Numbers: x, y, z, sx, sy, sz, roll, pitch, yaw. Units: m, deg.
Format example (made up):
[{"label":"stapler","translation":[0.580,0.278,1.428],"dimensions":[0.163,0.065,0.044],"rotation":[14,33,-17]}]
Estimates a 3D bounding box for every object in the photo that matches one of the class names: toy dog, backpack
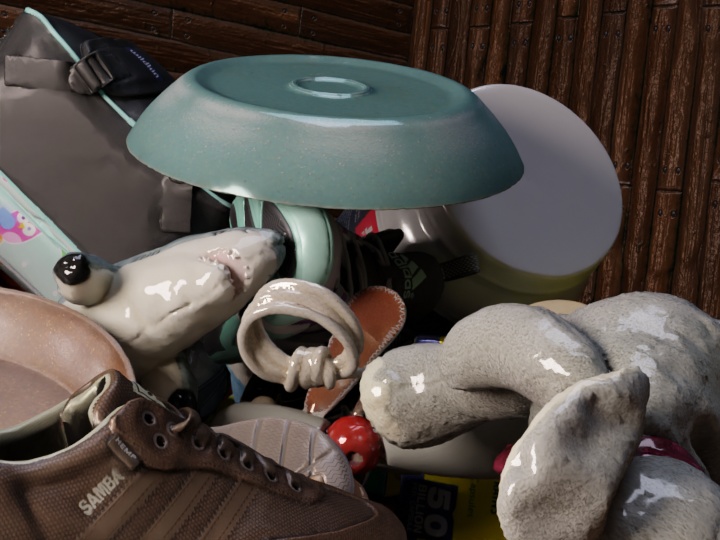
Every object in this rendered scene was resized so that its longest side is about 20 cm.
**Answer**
[{"label":"toy dog","translation":[0.034,0.055,0.728],"dimensions":[0.198,0.133,0.097],"rotation":[12,31,-1]},{"label":"backpack","translation":[-0.152,-0.055,0.935],"dimensions":[0.176,0.154,0.200],"rotation":[41,12,-3]}]

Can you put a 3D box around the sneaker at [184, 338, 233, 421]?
[{"label":"sneaker","translation":[-0.171,0.076,0.960],"dimensions":[0.199,0.071,0.098],"rotation":[-8,23,14]}]

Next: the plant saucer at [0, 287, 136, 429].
[{"label":"plant saucer","translation":[-0.188,0.069,0.628],"dimensions":[0.198,0.035,0.201],"rotation":[1,30,0]}]

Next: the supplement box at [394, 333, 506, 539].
[{"label":"supplement box","translation":[0.130,0.098,0.803],"dimensions":[0.198,0.110,0.109],"rotation":[6,0,22]}]

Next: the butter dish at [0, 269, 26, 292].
[{"label":"butter dish","translation":[-0.275,0.036,0.878],"dimensions":[0.199,0.148,0.200],"rotation":[44,-4,-39]}]

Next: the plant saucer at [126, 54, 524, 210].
[{"label":"plant saucer","translation":[-0.016,-0.076,0.781],"dimensions":[0.198,0.036,0.200],"rotation":[5,19,-2]}]

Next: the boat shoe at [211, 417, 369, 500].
[{"label":"boat shoe","translation":[-0.078,0.104,0.676],"dimensions":[0.199,0.076,0.072],"rotation":[5,-33,38]}]

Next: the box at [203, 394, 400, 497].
[{"label":"box","translation":[-0.021,0.109,1.016],"dimensions":[0.199,0.049,0.117],"rotation":[5,-1,27]}]

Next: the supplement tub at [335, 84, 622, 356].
[{"label":"supplement tub","translation":[0.056,-0.009,0.953],"dimensions":[0.139,0.141,0.200],"rotation":[6,-28,-22]}]

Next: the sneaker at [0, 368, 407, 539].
[{"label":"sneaker","translation":[-0.065,0.073,0.528],"dimensions":[0.199,0.076,0.070],"rotation":[5,1,-32]}]

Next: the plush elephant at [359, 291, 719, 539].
[{"label":"plush elephant","translation":[0.091,0.090,0.563],"dimensions":[0.200,0.165,0.155],"rotation":[-36,12,39]}]

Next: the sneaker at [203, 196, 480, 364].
[{"label":"sneaker","translation":[0.000,0.000,0.805],"dimensions":[0.139,0.078,0.200],"rotation":[-3,-8,-16]}]

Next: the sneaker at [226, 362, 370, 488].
[{"label":"sneaker","translation":[-0.031,0.093,0.878],"dimensions":[0.078,0.091,0.200],"rotation":[-8,25,-7]}]

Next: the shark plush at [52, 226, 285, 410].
[{"label":"shark plush","translation":[-0.102,0.024,0.763],"dimensions":[0.091,0.083,0.200],"rotation":[48,-25,-3]}]
